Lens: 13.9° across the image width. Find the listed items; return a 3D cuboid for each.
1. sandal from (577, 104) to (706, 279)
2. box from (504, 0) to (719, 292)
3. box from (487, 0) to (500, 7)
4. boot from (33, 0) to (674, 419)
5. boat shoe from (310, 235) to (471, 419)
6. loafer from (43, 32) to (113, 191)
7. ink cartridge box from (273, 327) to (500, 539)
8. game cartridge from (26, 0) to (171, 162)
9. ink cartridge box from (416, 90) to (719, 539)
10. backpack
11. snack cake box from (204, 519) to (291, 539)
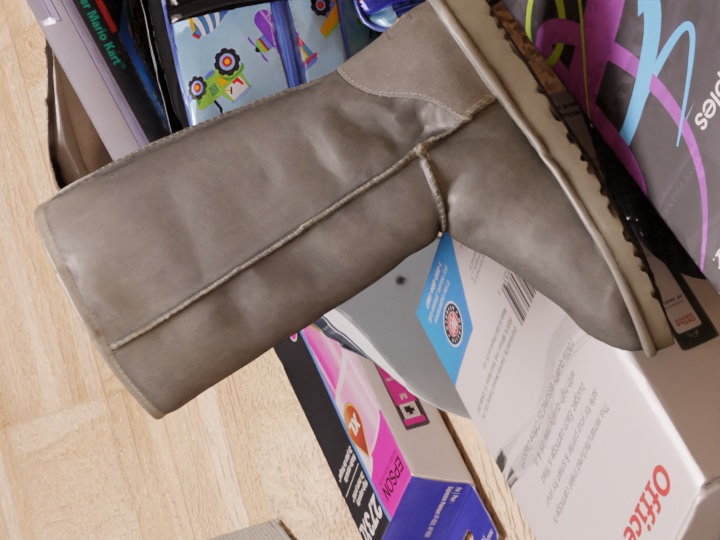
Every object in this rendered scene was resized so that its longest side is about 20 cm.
[{"bbox_3d":[0.119,-0.081,1.203,0.075,0.045,0.200,-53,46,32],"label":"sandal"},{"bbox_3d":[0.131,-0.106,1.107,0.200,0.036,0.143,56,131,36],"label":"box"},{"bbox_3d":[-0.030,-0.175,1.380,0.143,0.036,0.200,-35,73,26],"label":"box"},{"bbox_3d":[-0.002,0.000,1.147,0.182,0.200,0.073,57,-177,4],"label":"boot"},{"bbox_3d":[0.000,0.000,1.404,0.071,0.200,0.091,-57,12,-2],"label":"boat shoe"},{"bbox_3d":[-0.127,-0.120,1.383,0.073,0.071,0.200,12,104,38],"label":"loafer"},{"bbox_3d":[0.009,0.083,1.560,0.200,0.037,0.095,61,153,26],"label":"ink cartridge box"},{"bbox_3d":[-0.103,-0.116,1.273,0.130,0.038,0.200,-96,-16,-50],"label":"game cartridge"},{"bbox_3d":[0.112,0.043,1.240,0.200,0.084,0.146,62,153,30],"label":"ink cartridge box"},{"bbox_3d":[-0.016,-0.094,1.251,0.183,0.134,0.200,15,-119,-75],"label":"backpack"},{"bbox_3d":[-0.056,0.233,1.687,0.200,0.115,0.067,46,143,50],"label":"snack cake box"}]
